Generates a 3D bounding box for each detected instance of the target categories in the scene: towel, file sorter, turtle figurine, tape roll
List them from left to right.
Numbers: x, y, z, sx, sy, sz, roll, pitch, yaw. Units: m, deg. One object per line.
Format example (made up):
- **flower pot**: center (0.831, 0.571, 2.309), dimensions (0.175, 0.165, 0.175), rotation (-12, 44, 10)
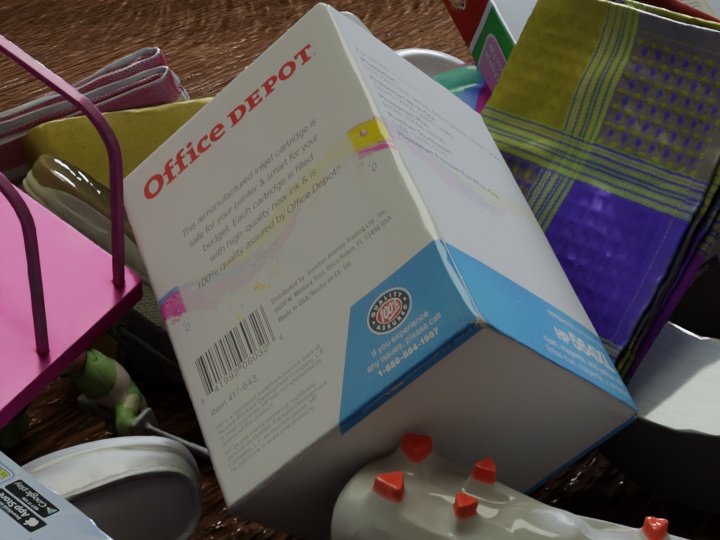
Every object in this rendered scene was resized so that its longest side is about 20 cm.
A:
- **file sorter**: center (-0.204, 0.000, 0.666), dimensions (0.139, 0.126, 0.200), rotation (34, 59, 18)
- **turtle figurine**: center (-0.180, 0.088, 0.826), dimensions (0.144, 0.200, 0.194), rotation (-48, 11, -24)
- **towel**: center (-0.138, -0.029, 0.965), dimensions (0.146, 0.200, 0.030), rotation (-19, 47, 7)
- **towel**: center (0.091, -0.030, 0.759), dimensions (0.144, 0.200, 0.023), rotation (29, 0, 41)
- **tape roll**: center (0.181, 0.009, 0.776), dimensions (0.200, 0.066, 0.201), rotation (-13, 47, 15)

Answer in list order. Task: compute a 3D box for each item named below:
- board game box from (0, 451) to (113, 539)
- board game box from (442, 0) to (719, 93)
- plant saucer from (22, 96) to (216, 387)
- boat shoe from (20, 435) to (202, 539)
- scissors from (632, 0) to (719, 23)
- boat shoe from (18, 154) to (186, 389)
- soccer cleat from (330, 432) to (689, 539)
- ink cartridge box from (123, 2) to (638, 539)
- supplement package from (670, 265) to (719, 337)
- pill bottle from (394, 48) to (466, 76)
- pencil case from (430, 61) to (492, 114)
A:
- **board game box**: center (-0.138, 0.153, 0.544), dimensions (0.200, 0.043, 0.199), rotation (30, 36, 33)
- **board game box**: center (0.125, -0.145, 0.895), dimensions (0.153, 0.040, 0.200), rotation (-8, 49, -17)
- **plant saucer**: center (-0.071, -0.007, 0.950), dimensions (0.199, 0.200, 0.049), rotation (-9, 47, -5)
- **boat shoe**: center (-0.145, 0.131, 0.686), dimensions (0.200, 0.071, 0.069), rotation (-25, 23, -21)
- **scissors**: center (0.181, -0.112, 0.827), dimensions (0.200, 0.014, 0.073), rotation (22, 7, -6)
- **boat shoe**: center (-0.101, 0.025, 0.868), dimensions (0.065, 0.200, 0.073), rotation (-46, 14, 8)
- **soccer cleat**: center (0.081, 0.125, 0.615), dimensions (0.200, 0.078, 0.069), rotation (21, 32, 19)
- **ink cartridge box**: center (0.000, 0.000, 0.719), dimensions (0.128, 0.125, 0.200), rotation (-38, 51, 20)
- **supplement package**: center (0.169, -0.040, 0.954), dimensions (0.200, 0.117, 0.117), rotation (3, 59, 31)
- **pill bottle**: center (0.015, -0.062, 1.092), dimensions (0.112, 0.113, 0.200), rotation (-12, -6, -15)
- **pencil case**: center (0.038, -0.010, 0.868), dimensions (0.088, 0.088, 0.200), rotation (1, 57, 26)
